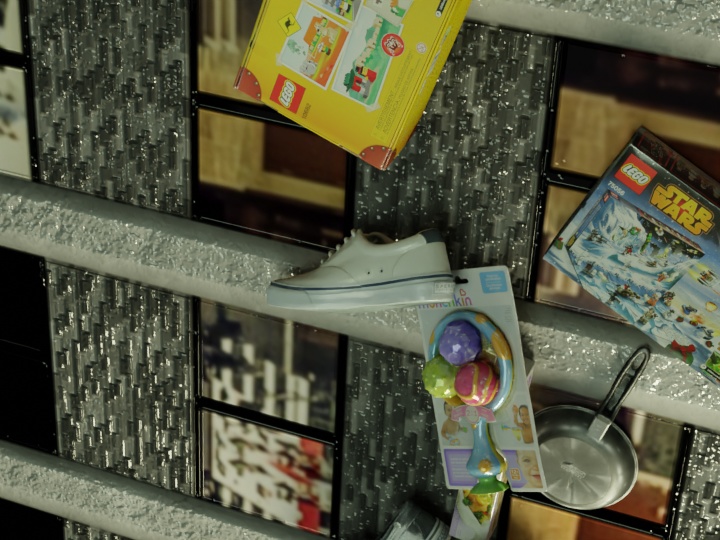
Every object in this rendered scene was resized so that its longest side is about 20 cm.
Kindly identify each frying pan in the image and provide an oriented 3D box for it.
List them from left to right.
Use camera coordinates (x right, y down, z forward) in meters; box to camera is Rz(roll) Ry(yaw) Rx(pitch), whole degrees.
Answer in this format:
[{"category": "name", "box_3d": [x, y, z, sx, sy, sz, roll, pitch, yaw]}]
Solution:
[{"category": "frying pan", "box_3d": [0.221, 0.157, 1.399, 0.115, 0.031, 0.190, 47, 128, -8]}]

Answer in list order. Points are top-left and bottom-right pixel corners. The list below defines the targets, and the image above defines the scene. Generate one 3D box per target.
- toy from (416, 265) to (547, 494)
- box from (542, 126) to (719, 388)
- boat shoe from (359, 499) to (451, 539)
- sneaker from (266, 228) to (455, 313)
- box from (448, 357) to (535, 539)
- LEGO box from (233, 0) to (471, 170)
[{"category": "toy", "box_3d": [0.093, 0.102, 1.363, 0.114, 0.047, 0.202, -5, 101, 43]}, {"category": "box", "box_3d": [0.269, -0.006, 1.274, 0.199, 0.040, 0.137, 37, 127, 2]}, {"category": "boat shoe", "box_3d": [0.008, 0.302, 1.548, 0.068, 0.072, 0.200, 39, 124, -3]}, {"category": "sneaker", "box_3d": [0.000, 0.000, 1.392, 0.198, 0.073, 0.072, -5, 83, 34]}, {"category": "box", "box_3d": [0.121, 0.168, 1.440, 0.038, 0.041, 0.202, 18, 122, 14]}, {"category": "LEGO box", "box_3d": [0.001, -0.207, 1.258, 0.148, 0.077, 0.201, 30, 126, 7]}]
